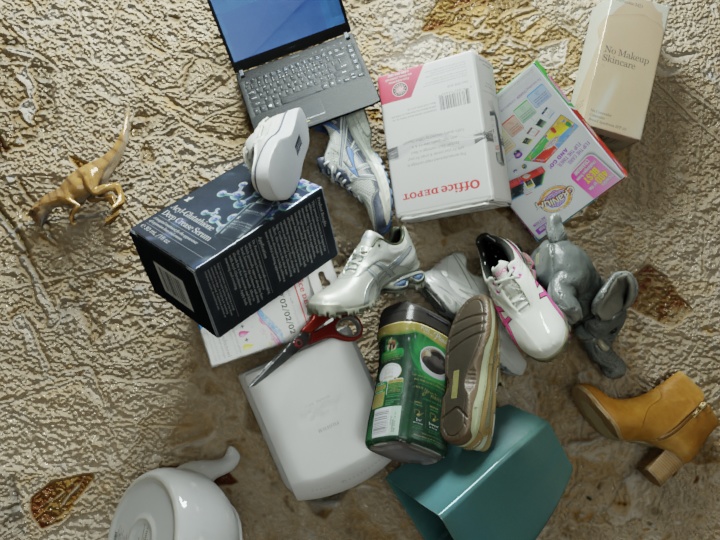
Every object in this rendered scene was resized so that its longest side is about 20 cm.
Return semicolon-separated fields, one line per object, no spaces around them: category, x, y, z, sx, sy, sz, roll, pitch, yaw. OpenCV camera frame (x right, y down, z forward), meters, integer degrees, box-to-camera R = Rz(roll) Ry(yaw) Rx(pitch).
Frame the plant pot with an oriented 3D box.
plant pot;0.171;0.282;1.071;0.200;0.141;0.142;-37;111;-18

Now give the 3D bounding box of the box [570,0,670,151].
box;0.367;-0.285;1.170;0.095;0.078;0.201;13;85;-5

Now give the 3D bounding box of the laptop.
laptop;-0.091;-0.299;1.089;0.177;0.103;0.201;-20;65;0

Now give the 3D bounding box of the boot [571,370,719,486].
boot;0.408;0.191;1.159;0.201;0.071;0.144;46;77;-6

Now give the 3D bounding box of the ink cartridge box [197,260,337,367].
ink cartridge box;-0.121;0.043;1.096;0.199;0.068;0.116;-19;89;-8

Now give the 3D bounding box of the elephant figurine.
elephant figurine;0.315;0.043;1.132;0.199;0.155;0.142;15;43;-25

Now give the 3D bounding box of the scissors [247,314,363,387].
scissors;-0.076;0.082;1.036;0.200;0.014;0.073;-22;83;-36

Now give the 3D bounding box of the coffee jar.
coffee jar;0.067;0.145;1.069;0.104;0.085;0.201;29;55;-35

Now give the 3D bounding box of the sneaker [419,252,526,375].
sneaker;0.174;0.056;1.130;0.099;0.078;0.200;-41;93;-11

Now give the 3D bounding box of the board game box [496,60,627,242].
board game box;0.246;-0.164;1.131;0.153;0.040;0.200;-38;92;25

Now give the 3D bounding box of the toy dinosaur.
toy dinosaur;-0.353;-0.122;1.082;0.200;0.060;0.106;-43;91;-8

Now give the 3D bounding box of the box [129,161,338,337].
box;-0.154;-0.036;1.015;0.200;0.148;0.107;-36;133;-29

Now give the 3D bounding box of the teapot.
teapot;-0.218;0.352;1.028;0.146;0.197;0.200;24;108;-41

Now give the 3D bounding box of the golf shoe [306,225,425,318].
golf shoe;0.000;0.000;1.050;0.200;0.078;0.098;-24;109;-46

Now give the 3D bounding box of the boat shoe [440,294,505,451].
boat shoe;0.153;0.134;1.051;0.076;0.072;0.201;26;68;-32

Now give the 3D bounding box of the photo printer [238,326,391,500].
photo printer;-0.051;0.198;1.095;0.166;0.069;0.201;-23;90;-8

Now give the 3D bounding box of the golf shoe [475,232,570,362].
golf shoe;0.196;0.033;1.031;0.073;0.200;0.092;-41;129;18

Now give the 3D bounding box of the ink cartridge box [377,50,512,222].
ink cartridge box;0.114;-0.174;1.100;0.145;0.085;0.201;-9;86;29

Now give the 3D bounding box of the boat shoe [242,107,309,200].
boat shoe;-0.112;-0.144;0.997;0.065;0.200;0.072;-7;125;12

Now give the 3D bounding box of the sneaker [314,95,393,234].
sneaker;-0.013;-0.138;1.124;0.085;0.077;0.201;-19;79;-3
